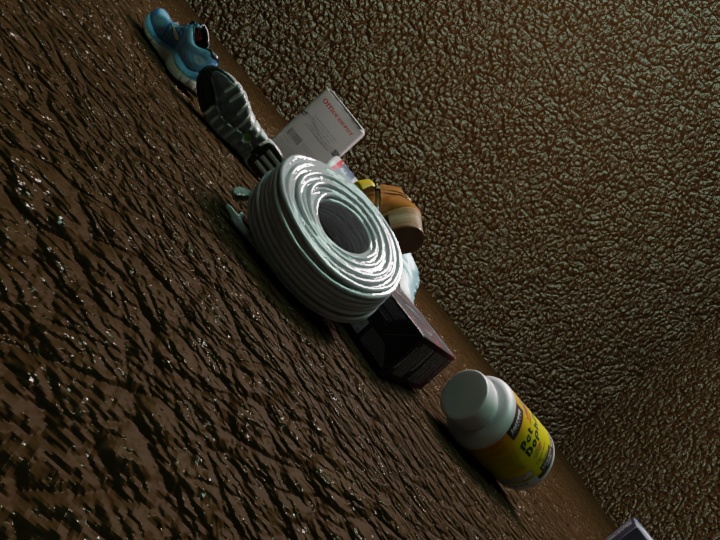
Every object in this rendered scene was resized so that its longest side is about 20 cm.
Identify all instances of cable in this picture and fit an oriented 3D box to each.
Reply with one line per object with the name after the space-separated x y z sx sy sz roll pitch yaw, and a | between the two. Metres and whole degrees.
-0.036 -0.040 0.753 0.201 0.069 0.199 53 31 4 | cable

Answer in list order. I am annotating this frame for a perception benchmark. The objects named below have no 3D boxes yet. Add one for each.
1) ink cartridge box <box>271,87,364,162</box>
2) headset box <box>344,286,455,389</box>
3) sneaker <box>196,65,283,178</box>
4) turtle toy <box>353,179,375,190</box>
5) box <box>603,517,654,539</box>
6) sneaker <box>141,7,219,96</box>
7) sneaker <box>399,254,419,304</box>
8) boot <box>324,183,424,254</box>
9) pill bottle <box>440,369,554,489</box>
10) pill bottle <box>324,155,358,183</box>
-0.105 -0.332 1.649 0.146 0.199 0.085 49 6 -5 | ink cartridge box
0.045 0.077 0.910 0.149 0.075 0.200 52 6 26 | headset box
-0.204 -0.242 1.063 0.201 0.074 0.116 59 -4 -33 | sneaker
-0.037 -0.084 1.074 0.201 0.143 0.102 56 -33 36 | turtle toy
0.624 0.666 1.435 0.201 0.123 0.198 52 8 23 | box
-0.286 -0.372 1.087 0.201 0.090 0.078 53 7 28 | sneaker
0.071 0.028 1.076 0.081 0.074 0.204 9 62 -35 | sneaker
-0.012 -0.074 0.942 0.156 0.196 0.075 -104 -162 -59 | boot
0.197 0.229 0.962 0.200 0.109 0.110 46 7 -35 | pill bottle
-0.028 -0.119 1.345 0.201 0.119 0.120 50 6 -5 | pill bottle
